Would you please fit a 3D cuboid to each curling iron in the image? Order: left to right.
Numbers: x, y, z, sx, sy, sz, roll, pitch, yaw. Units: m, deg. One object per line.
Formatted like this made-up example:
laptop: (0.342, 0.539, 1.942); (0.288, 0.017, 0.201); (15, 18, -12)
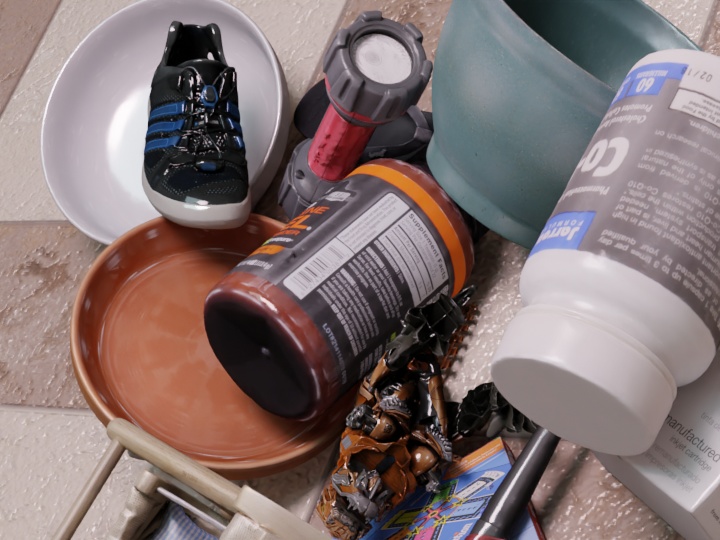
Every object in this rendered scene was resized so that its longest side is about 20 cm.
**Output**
curling iron: (0.074, 0.158, 1.274); (0.201, 0.025, 0.050); (-56, 6, -21)

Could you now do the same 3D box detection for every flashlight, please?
flashlight: (-0.011, -0.090, 1.466); (0.067, 0.200, 0.068); (-11, 66, -23)

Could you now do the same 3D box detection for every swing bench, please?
swing bench: (-0.104, 0.222, 1.285); (0.199, 0.130, 0.200); (20, 76, 50)

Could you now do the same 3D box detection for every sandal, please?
sandal: (0.014, -0.094, 1.560); (0.200, 0.043, 0.076); (25, 72, 47)

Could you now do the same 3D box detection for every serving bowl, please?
serving bowl: (-0.136, -0.101, 1.647); (0.199, 0.066, 0.202); (-8, 69, 21)

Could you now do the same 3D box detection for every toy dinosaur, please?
toy dinosaur: (0.030, 0.078, 1.359); (0.136, 0.102, 0.201); (-41, 33, 40)

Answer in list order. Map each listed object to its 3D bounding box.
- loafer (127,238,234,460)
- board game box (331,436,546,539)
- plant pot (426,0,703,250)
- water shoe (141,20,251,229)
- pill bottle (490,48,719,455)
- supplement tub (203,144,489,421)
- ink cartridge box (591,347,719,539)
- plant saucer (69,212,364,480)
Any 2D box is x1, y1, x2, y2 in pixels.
loafer: (-0.107, 0.043, 1.522); (0.062, 0.072, 0.201); (15, 64, -2)
board game box: (0.017, 0.189, 1.330); (0.199, 0.019, 0.103); (-32, 43, 12)
plant pot: (0.123, -0.095, 1.386); (0.135, 0.199, 0.201); (-56, 35, 25)
water shoe: (-0.115, -0.103, 1.511); (0.071, 0.079, 0.200); (0, 33, -14)
pill bottle: (0.154, -0.009, 1.192); (0.113, 0.114, 0.201); (9, 59, 42)
supplement tub: (0.000, 0.000, 1.420); (0.107, 0.107, 0.200); (13, 43, 44)
ink cartridge box: (0.226, 0.051, 1.237); (0.200, 0.088, 0.145); (-43, 40, -5)
plant saucer: (-0.091, 0.049, 1.451); (0.199, 0.032, 0.201); (6, 54, -8)
